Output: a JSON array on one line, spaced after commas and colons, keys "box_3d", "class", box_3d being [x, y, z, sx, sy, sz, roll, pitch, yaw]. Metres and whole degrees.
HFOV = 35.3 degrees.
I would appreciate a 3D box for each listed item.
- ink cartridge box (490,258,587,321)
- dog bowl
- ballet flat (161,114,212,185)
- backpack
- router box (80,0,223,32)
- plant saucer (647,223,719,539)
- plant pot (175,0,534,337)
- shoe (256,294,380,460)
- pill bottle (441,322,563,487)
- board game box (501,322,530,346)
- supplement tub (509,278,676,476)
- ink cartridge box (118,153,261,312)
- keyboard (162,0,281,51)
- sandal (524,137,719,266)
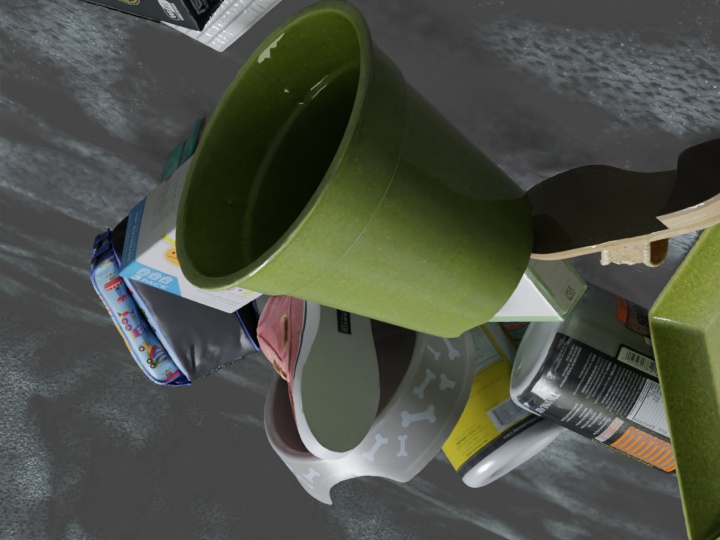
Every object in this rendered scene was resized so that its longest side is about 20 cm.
[{"box_3d": [0.073, -0.038, 0.925, 0.200, 0.048, 0.145, 49, 155, -21], "class": "ink cartridge box"}, {"box_3d": [0.000, 0.098, 0.966, 0.200, 0.200, 0.059, 4, 149, 50], "class": "dog bowl"}, {"box_3d": [-0.136, -0.098, 1.022, 0.062, 0.068, 0.200, 18, 175, -15], "class": "ballet flat"}, {"box_3d": [-0.191, 0.005, 1.172, 0.183, 0.134, 0.200, 64, 177, -22], "class": "backpack"}, {"box_3d": [-0.169, -0.229, 0.626, 0.150, 0.062, 0.200, 20, 161, 24], "class": "router box"}, {"box_3d": [0.265, 0.084, 0.790, 0.048, 0.200, 0.200, -3, 156, -3], "class": "plant saucer"}, {"box_3d": [0.009, -0.043, 0.754, 0.190, 0.201, 0.200, 28, 164, -32], "class": "plant pot"}, {"box_3d": [-0.038, 0.074, 0.926, 0.071, 0.201, 0.091, 19, 141, -25], "class": "shoe"}, {"box_3d": [0.094, 0.092, 1.059, 0.200, 0.112, 0.112, 57, 173, 18], "class": "pill bottle"}, {"box_3d": [0.219, 0.098, 1.135, 0.200, 0.045, 0.152, 33, 162, -26], "class": "board game box"}, {"box_3d": [0.239, 0.097, 0.964, 0.200, 0.123, 0.123, 25, 164, -3], "class": "supplement tub"}, {"box_3d": [-0.105, -0.038, 0.934, 0.115, 0.068, 0.200, 20, 151, -28], "class": "ink cartridge box"}, {"box_3d": [-0.086, -0.186, 0.751, 0.056, 0.011, 0.200, 31, 163, -19], "class": "keyboard"}, {"box_3d": [0.185, -0.027, 0.739, 0.070, 0.078, 0.212, 38, 155, -23], "class": "sandal"}]
